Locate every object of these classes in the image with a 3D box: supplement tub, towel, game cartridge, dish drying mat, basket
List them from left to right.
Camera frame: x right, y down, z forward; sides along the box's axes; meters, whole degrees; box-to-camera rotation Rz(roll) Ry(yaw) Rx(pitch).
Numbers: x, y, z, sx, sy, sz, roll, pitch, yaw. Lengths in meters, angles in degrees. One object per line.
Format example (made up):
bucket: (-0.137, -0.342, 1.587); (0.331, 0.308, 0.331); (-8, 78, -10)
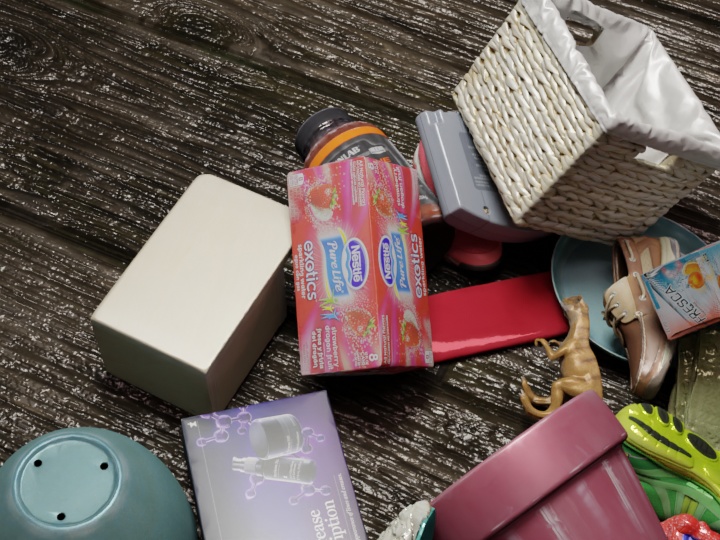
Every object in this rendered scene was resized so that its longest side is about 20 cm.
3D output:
supplement tub: (0.007, -0.085, 1.364); (0.107, 0.107, 0.200); (-25, 57, -21)
game cartridge: (0.146, -0.095, 1.350); (0.199, 0.040, 0.134); (4, 61, -44)
dish drying mat: (0.151, 0.045, 1.326); (0.199, 0.018, 0.077); (-11, 56, -13)
basket: (0.227, -0.153, 1.294); (0.198, 0.161, 0.201); (9, 47, -40)
towel: (0.393, 0.134, 1.215); (0.199, 0.036, 0.149); (7, 91, 4)

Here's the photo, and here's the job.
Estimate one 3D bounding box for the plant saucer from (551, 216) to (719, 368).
plant saucer: (0.292, 0.021, 1.334); (0.199, 0.027, 0.201); (6, 54, -8)

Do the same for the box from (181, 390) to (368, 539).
box: (-0.074, 0.220, 1.140); (0.141, 0.079, 0.201); (-12, 54, -9)

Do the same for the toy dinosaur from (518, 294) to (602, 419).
toy dinosaur: (0.211, 0.119, 1.234); (0.106, 0.060, 0.201); (-18, 74, 13)

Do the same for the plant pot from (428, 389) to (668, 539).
plant pot: (0.173, 0.229, 1.085); (0.200, 0.200, 0.179); (-30, 74, -24)

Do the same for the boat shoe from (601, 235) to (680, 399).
boat shoe: (0.271, 0.043, 1.258); (0.071, 0.076, 0.200); (12, 44, 2)

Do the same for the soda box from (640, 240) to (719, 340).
soda box: (0.342, 0.010, 1.231); (0.200, 0.063, 0.069); (-14, 80, -57)

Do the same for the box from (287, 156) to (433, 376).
box: (0.000, 0.000, 1.231); (0.095, 0.100, 0.201); (-9, 81, 33)

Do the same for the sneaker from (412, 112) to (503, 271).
sneaker: (0.101, -0.088, 1.383); (0.073, 0.087, 0.201); (-11, 53, -11)

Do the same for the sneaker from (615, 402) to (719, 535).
sneaker: (0.306, 0.203, 1.179); (0.200, 0.084, 0.074); (41, 44, 4)

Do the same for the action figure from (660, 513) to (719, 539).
action figure: (0.329, 0.269, 1.129); (0.199, 0.066, 0.052); (28, 49, 16)

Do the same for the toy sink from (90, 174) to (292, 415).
toy sink: (-0.151, 0.027, 1.265); (0.130, 0.112, 0.200); (23, 59, 14)

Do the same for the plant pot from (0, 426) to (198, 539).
plant pot: (-0.242, 0.213, 1.099); (0.199, 0.135, 0.201); (2, 51, -2)

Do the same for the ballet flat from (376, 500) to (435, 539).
ballet flat: (0.010, 0.278, 1.038); (0.071, 0.201, 0.072); (11, 10, -2)
